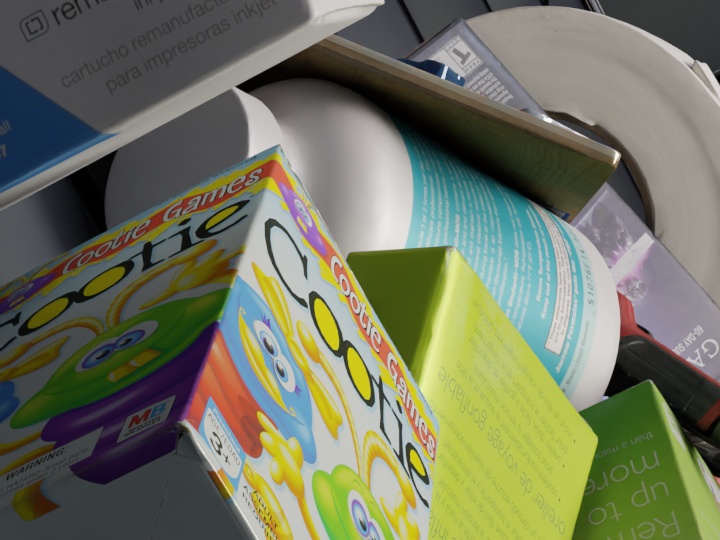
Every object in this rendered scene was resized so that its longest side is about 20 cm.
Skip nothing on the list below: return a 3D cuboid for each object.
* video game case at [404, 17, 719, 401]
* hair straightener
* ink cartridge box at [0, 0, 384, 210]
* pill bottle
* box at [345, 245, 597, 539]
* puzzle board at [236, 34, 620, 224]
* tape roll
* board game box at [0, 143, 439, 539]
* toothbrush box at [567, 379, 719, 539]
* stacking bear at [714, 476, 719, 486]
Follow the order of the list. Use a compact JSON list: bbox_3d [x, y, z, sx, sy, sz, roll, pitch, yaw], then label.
[{"bbox_3d":[0.061,0.003,0.999,0.200,0.143,0.019,49,-29,4],"label":"video game case"},{"bbox_3d":[0.122,0.046,0.912,0.199,0.041,0.077,29,-18,45],"label":"hair straightener"},{"bbox_3d":[-0.106,-0.129,0.640,0.201,0.146,0.086,63,15,-3],"label":"ink cartridge box"},{"bbox_3d":[0.000,0.000,0.845,0.199,0.111,0.111,29,35,-45],"label":"pill bottle"},{"bbox_3d":[0.014,0.109,0.742,0.122,0.047,0.201,51,47,-44],"label":"box"},{"bbox_3d":[0.018,-0.057,0.883,0.150,0.018,0.200,21,-6,1],"label":"puzzle board"},{"bbox_3d":[0.088,-0.023,1.080,0.204,0.201,0.071,65,13,2],"label":"tape roll"},{"bbox_3d":[-0.050,0.061,0.599,0.103,0.104,0.200,60,13,-15],"label":"board game box"},{"bbox_3d":[0.076,0.160,0.814,0.086,0.145,0.201,52,18,-42],"label":"toothbrush box"},{"bbox_3d":[0.146,0.174,0.899,0.122,0.113,0.201,49,30,-44],"label":"stacking bear"}]
